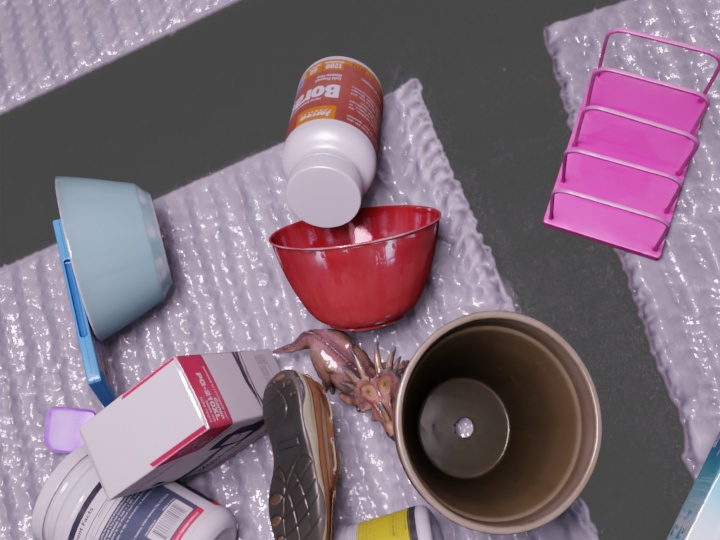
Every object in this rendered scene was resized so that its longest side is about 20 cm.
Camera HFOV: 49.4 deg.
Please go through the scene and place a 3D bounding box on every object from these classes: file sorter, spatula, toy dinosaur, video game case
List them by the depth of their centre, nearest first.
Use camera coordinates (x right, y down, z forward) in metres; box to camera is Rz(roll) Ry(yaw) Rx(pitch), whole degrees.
[{"bbox_3d":[0.300,-0.141,0.869,0.136,0.125,0.204,18,81,16],"label":"file sorter"},{"bbox_3d":[-0.015,0.106,0.876,0.197,0.136,0.087,28,84,18],"label":"toy dinosaur"},{"bbox_3d":[-0.336,0.057,0.960,0.017,0.144,0.204,-14,72,-15],"label":"video game case"},{"bbox_3d":[-0.303,0.202,0.979,0.195,0.021,0.058,-1,75,12],"label":"spatula"}]

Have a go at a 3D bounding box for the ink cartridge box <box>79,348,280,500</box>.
[{"bbox_3d":[-0.178,0.161,0.855,0.144,0.199,0.085,-35,75,16],"label":"ink cartridge box"}]

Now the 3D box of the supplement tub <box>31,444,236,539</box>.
[{"bbox_3d":[-0.252,0.295,0.883,0.197,0.140,0.143,23,82,17],"label":"supplement tub"}]

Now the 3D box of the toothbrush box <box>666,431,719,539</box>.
[{"bbox_3d":[0.388,0.280,0.770,0.144,0.085,0.203,27,83,16],"label":"toothbrush box"}]

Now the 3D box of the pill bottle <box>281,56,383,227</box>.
[{"bbox_3d":[-0.032,-0.150,0.911,0.109,0.114,0.203,-5,44,11],"label":"pill bottle"}]

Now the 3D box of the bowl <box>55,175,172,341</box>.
[{"bbox_3d":[-0.293,-0.026,0.956,0.103,0.201,0.205,-14,73,-13],"label":"bowl"}]

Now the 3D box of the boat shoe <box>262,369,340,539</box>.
[{"bbox_3d":[-0.050,0.205,0.819,0.075,0.073,0.205,-18,69,35],"label":"boat shoe"}]

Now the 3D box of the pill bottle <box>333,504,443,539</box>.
[{"bbox_3d":[-0.005,0.331,0.833,0.196,0.112,0.114,-19,73,8],"label":"pill bottle"}]

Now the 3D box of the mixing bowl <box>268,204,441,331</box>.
[{"bbox_3d":[0.000,0.000,0.888,0.195,0.200,0.111,-5,105,11],"label":"mixing bowl"}]

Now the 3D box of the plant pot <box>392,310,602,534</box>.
[{"bbox_3d":[0.123,0.156,0.802,0.195,0.174,0.205,1,77,-4],"label":"plant pot"}]
